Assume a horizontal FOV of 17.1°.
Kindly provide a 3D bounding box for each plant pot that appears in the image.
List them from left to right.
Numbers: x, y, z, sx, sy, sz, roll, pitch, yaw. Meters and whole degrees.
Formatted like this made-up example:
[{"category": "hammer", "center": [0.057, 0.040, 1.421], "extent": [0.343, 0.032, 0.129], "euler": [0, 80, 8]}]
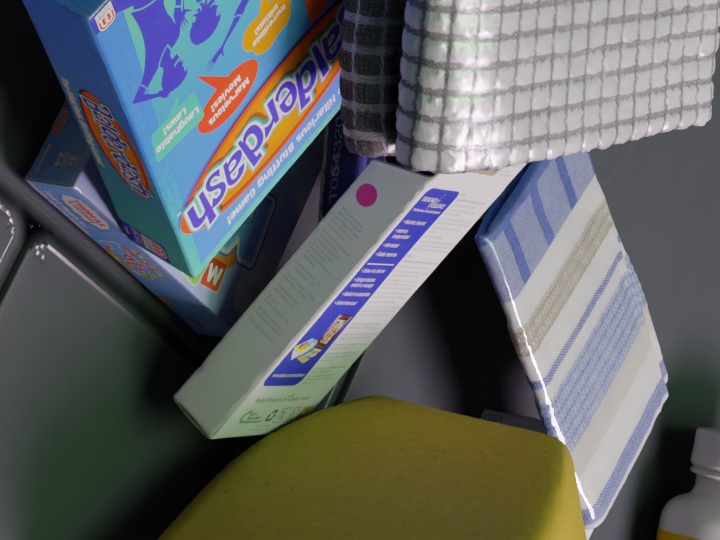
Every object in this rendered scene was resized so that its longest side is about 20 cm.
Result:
[{"category": "plant pot", "center": [0.021, 0.176, 1.176], "extent": [0.200, 0.195, 0.194], "euler": [-56, 146, -36]}]

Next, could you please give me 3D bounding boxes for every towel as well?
[{"category": "towel", "center": [0.076, -0.139, 1.054], "extent": [0.200, 0.086, 0.166], "euler": [-15, 116, -44]}, {"category": "towel", "center": [0.119, 0.027, 1.332], "extent": [0.147, 0.024, 0.200], "euler": [-56, 132, -48]}]

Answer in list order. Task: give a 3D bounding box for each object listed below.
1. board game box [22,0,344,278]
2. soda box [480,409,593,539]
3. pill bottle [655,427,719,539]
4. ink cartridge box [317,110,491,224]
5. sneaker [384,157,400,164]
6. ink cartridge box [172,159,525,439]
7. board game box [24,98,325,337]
[{"category": "board game box", "center": [-0.059, -0.108, 1.014], "extent": [0.152, 0.045, 0.200], "euler": [-51, 155, -18]}, {"category": "soda box", "center": [0.068, 0.181, 1.352], "extent": [0.068, 0.064, 0.200], "euler": [51, 58, -43]}, {"category": "pill bottle", "center": [0.241, 0.206, 1.537], "extent": [0.111, 0.111, 0.200], "euler": [10, 89, -52]}, {"category": "ink cartridge box", "center": [0.046, -0.122, 1.241], "extent": [0.200, 0.043, 0.196], "euler": [-16, 114, -65]}, {"category": "sneaker", "center": [0.025, -0.148, 1.143], "extent": [0.078, 0.085, 0.200], "euler": [-81, 177, -73]}, {"category": "ink cartridge box", "center": [0.000, 0.000, 1.153], "extent": [0.200, 0.037, 0.095], "euler": [-47, 162, 15]}, {"category": "board game box", "center": [-0.066, -0.089, 1.148], "extent": [0.151, 0.037, 0.200], "euler": [45, 62, -48]}]
